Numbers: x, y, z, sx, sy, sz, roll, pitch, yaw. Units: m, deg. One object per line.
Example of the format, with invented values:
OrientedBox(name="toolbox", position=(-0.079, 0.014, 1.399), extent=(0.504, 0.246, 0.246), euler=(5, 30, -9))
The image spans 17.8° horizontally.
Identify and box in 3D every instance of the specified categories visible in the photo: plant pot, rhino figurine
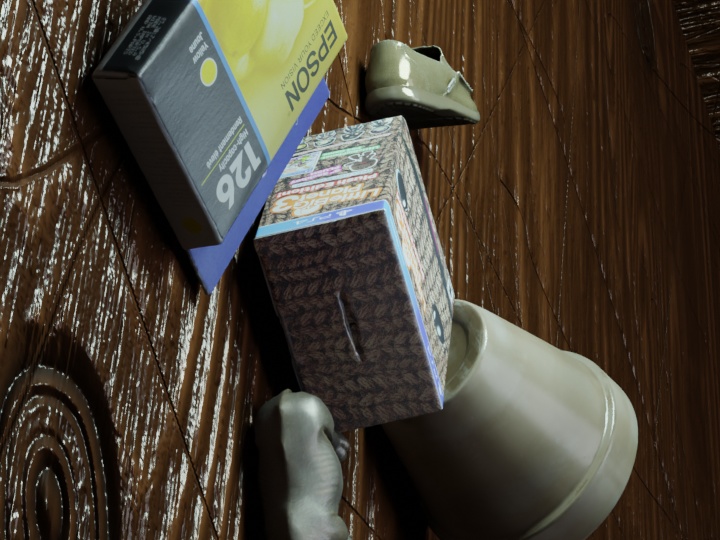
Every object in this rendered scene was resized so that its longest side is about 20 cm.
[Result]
OrientedBox(name="plant pot", position=(0.100, 0.121, 1.877), extent=(0.174, 0.199, 0.201), euler=(44, 35, -36))
OrientedBox(name="rhino figurine", position=(-0.037, 0.174, 1.552), extent=(0.087, 0.059, 0.201), euler=(58, 24, -66))

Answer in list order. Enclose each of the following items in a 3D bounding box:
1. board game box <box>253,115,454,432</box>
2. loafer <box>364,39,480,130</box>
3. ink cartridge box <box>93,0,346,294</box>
OrientedBox(name="board game box", position=(0.000, 0.000, 1.686), extent=(0.200, 0.096, 0.160), euler=(-79, 154, -66))
OrientedBox(name="loafer", position=(0.058, -0.166, 2.057), extent=(0.200, 0.076, 0.068), euler=(7, 79, -73))
OrientedBox(name="ink cartridge box", position=(-0.077, -0.120, 1.493), extent=(0.198, 0.047, 0.200), euler=(-61, 141, -33))
